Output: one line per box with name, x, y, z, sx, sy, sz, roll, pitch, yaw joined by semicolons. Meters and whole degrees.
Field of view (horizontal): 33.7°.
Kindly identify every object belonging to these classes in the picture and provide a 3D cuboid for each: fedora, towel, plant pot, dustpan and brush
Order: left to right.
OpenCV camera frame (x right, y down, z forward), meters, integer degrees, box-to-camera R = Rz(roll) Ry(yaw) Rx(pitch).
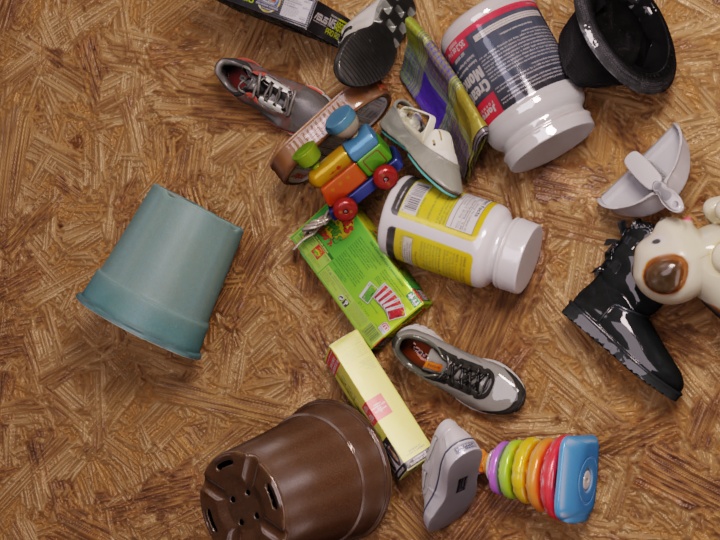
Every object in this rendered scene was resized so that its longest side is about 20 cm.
plant pot;-0.273;-0.005;1.706;0.199;0.200;0.197;28;90;20
plant pot;-0.094;0.289;1.584;0.199;0.197;0.203;6;100;37
towel;0.108;-0.228;1.588;0.023;0.144;0.201;-26;74;-12
fedora;0.309;-0.286;1.499;0.091;0.199;0.202;-34;75;43
dustpan and brush;0.362;-0.106;1.458;0.140;0.057;0.201;-46;30;14

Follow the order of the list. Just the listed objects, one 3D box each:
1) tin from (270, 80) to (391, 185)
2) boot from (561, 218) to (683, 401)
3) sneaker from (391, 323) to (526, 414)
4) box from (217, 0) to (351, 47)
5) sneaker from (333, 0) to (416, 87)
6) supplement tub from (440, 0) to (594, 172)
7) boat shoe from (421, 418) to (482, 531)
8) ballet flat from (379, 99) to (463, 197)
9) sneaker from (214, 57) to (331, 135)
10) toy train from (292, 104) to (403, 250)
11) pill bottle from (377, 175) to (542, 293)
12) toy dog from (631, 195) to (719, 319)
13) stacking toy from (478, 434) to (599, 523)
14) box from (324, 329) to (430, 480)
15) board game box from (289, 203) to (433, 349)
tin;-0.040;-0.192;1.654;0.200;0.112;0.042;-41;74;16
boot;0.371;0.045;1.513;0.198;0.073;0.163;41;96;16
sneaker;0.126;0.138;1.594;0.199;0.079;0.075;25;96;15
box;-0.119;-0.371;1.667;0.199;0.160;0.045;24;98;21
sneaker;0.003;-0.304;1.621;0.088;0.201;0.074;-17;118;41
supplement tub;0.204;-0.245;1.547;0.140;0.140;0.201;-30;77;17
boat shoe;0.114;0.268;1.566;0.066;0.073;0.201;56;148;34
ballet flat;0.087;-0.172;1.591;0.064;0.067;0.200;-57;40;16
sneaker;-0.130;-0.249;1.707;0.199;0.082;0.078;25;97;20
toy train;-0.051;-0.123;1.596;0.199;0.085;0.116;-37;115;13
pill bottle;0.133;-0.045;1.581;0.198;0.114;0.115;20;95;21
toy dog;0.425;0.001;1.429;0.198;0.140;0.196;14;106;-2
stacking toy;0.205;0.259;1.558;0.198;0.116;0.111;5;87;33
box;0.024;0.184;1.630;0.050;0.075;0.201;-28;77;-17
board game box;0.000;0.000;1.666;0.101;0.048;0.201;-40;75;14
